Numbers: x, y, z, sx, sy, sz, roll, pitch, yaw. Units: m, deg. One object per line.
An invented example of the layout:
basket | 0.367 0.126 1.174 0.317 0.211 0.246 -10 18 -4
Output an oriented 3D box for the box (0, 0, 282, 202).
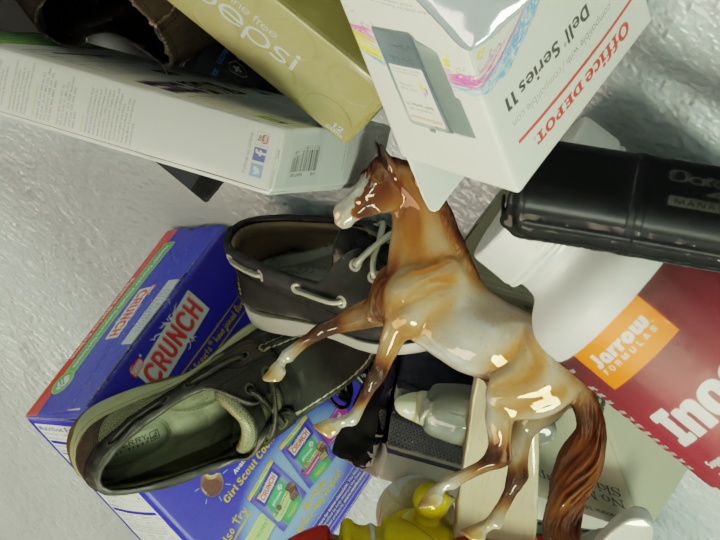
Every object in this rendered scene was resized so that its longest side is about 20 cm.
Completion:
box | -0.125 -0.146 1.179 0.198 0.050 0.200 38 154 -3

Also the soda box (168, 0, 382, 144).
soda box | -0.056 -0.150 0.984 0.200 0.064 0.068 40 155 -3

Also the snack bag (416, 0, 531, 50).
snack bag | 0.043 -0.198 0.763 0.189 0.021 0.200 41 111 -11

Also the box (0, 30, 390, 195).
box | -0.102 -0.080 1.065 0.200 0.036 0.144 18 -170 19

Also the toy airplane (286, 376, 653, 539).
toy airplane | 0.059 0.155 1.177 0.199 0.200 0.141 43 -174 -33

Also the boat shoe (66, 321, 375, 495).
boat shoe | -0.075 0.083 1.292 0.066 0.201 0.072 -131 20 -62

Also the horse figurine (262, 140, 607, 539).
horse figurine | 0.048 0.048 1.069 0.200 0.133 0.050 38 -176 4

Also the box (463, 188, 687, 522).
box | 0.117 0.051 1.171 0.082 0.068 0.200 16 147 35

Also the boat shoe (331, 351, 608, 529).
boat shoe | 0.086 0.091 1.280 0.200 0.093 0.075 16 -178 -29

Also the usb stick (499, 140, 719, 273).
usb stick | 0.161 -0.021 0.943 0.200 0.056 0.033 10 135 8

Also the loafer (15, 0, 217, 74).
loafer | -0.146 -0.153 1.062 0.200 0.071 0.073 20 148 29

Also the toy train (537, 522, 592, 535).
toy train | 0.120 0.199 1.356 0.114 0.085 0.200 2 166 -12

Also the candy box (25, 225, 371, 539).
candy box | -0.092 0.099 1.405 0.077 0.169 0.200 -4 132 50

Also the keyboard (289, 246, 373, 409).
keyboard | 0.002 0.061 1.373 0.104 0.040 0.200 4 138 48

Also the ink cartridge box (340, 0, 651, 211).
ink cartridge box | 0.057 -0.118 0.908 0.067 0.117 0.200 20 150 35

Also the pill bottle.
pill bottle | 0.156 0.023 1.023 0.200 0.113 0.113 38 155 -3

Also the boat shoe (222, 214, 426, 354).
boat shoe | 0.000 0.000 1.238 0.200 0.074 0.060 7 132 47
